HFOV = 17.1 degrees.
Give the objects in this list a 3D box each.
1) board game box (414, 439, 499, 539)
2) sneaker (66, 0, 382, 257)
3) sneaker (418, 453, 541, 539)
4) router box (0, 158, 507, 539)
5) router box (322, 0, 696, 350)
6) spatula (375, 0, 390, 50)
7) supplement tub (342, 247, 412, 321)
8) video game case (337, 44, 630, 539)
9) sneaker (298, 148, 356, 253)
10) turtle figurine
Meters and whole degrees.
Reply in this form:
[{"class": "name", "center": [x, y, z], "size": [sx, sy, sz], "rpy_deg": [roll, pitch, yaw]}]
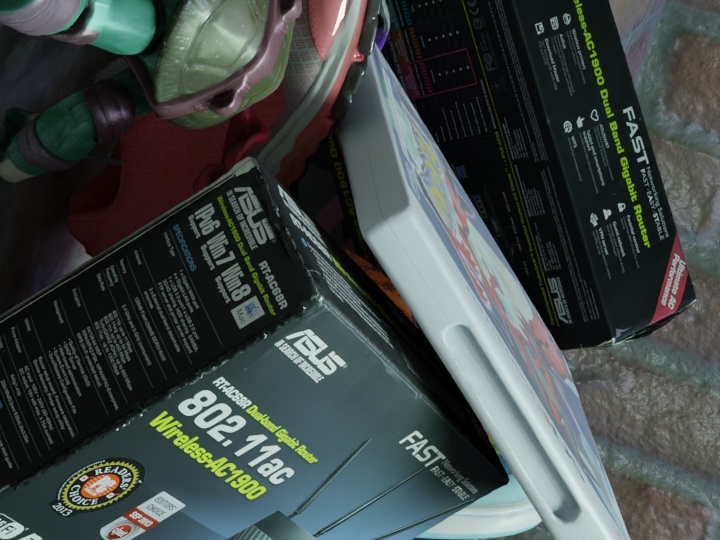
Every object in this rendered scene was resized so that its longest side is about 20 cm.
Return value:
[{"class": "board game box", "center": [-0.020, 0.150, 1.343], "size": [0.057, 0.164, 0.201], "rpy_deg": [-58, 165, -46]}, {"class": "sneaker", "center": [-0.053, -0.070, 0.888], "size": [0.074, 0.086, 0.201], "rpy_deg": [-92, -156, -57]}, {"class": "sneaker", "center": [0.004, 0.060, 1.213], "size": [0.080, 0.199, 0.132], "rpy_deg": [-31, 130, -78]}, {"class": "router box", "center": [-0.050, 0.060, 0.849], "size": [0.149, 0.062, 0.200], "rpy_deg": [-32, 150, 8]}, {"class": "router box", "center": [0.053, -0.060, 1.070], "size": [0.062, 0.149, 0.201], "rpy_deg": [-23, 99, -40]}, {"class": "spatula", "center": [0.013, -0.138, 0.987], "size": [0.057, 0.020, 0.201], "rpy_deg": [-81, -172, -75]}, {"class": "supplement tub", "center": [-0.052, 0.088, 1.110], "size": [0.123, 0.122, 0.201], "rpy_deg": [-55, 169, -54]}, {"class": "video game case", "center": [0.045, 0.013, 0.907], "size": [0.023, 0.183, 0.200], "rpy_deg": [-29, -157, 7]}, {"class": "sneaker", "center": [0.000, 0.000, 1.174], "size": [0.070, 0.082, 0.202], "rpy_deg": [1, 82, -52]}, {"class": "turtle figurine", "center": [-0.067, -0.094, 0.783], "size": [0.200, 0.100, 0.151], "rpy_deg": [50, 62, -73]}]
